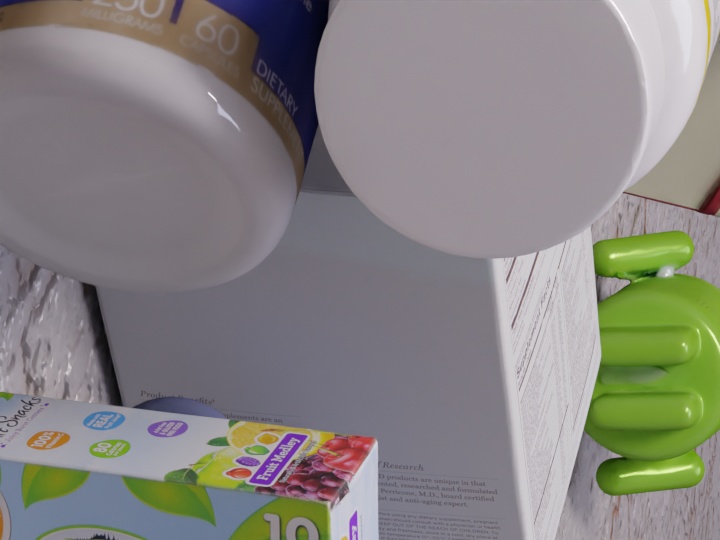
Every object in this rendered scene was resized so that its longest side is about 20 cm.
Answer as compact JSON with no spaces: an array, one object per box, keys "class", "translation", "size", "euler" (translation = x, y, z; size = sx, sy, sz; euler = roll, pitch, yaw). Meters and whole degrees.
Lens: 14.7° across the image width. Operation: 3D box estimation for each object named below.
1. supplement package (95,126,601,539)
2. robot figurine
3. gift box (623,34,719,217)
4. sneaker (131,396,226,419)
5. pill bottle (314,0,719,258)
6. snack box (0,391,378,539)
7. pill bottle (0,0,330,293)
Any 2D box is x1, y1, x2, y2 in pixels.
[{"class":"supplement package","translation":[0.000,0.000,1.041],"size":[0.151,0.151,0.201],"euler":[-70,158,-46]},{"class":"robot figurine","translation":[0.204,0.064,1.883],"size":[0.200,0.115,0.176],"euler":[-22,107,-73]},{"class":"gift box","translation":[0.200,-0.127,1.212],"size":[0.187,0.184,0.200],"euler":[-58,-145,39]},{"class":"sneaker","translation":[-0.070,0.131,0.984],"size":[0.082,0.074,0.201],"euler":[-55,153,-65]},{"class":"pill bottle","translation":[0.054,-0.084,0.850],"size":[0.200,0.114,0.115],"euler":[-59,150,-65]},{"class":"snack box","translation":[-0.066,0.142,0.860],"size":[0.053,0.142,0.201],"euler":[-51,144,-63]},{"class":"pill bottle","translation":[-0.056,-0.103,0.874],"size":[0.116,0.115,0.201],"euler":[74,25,-52]}]
